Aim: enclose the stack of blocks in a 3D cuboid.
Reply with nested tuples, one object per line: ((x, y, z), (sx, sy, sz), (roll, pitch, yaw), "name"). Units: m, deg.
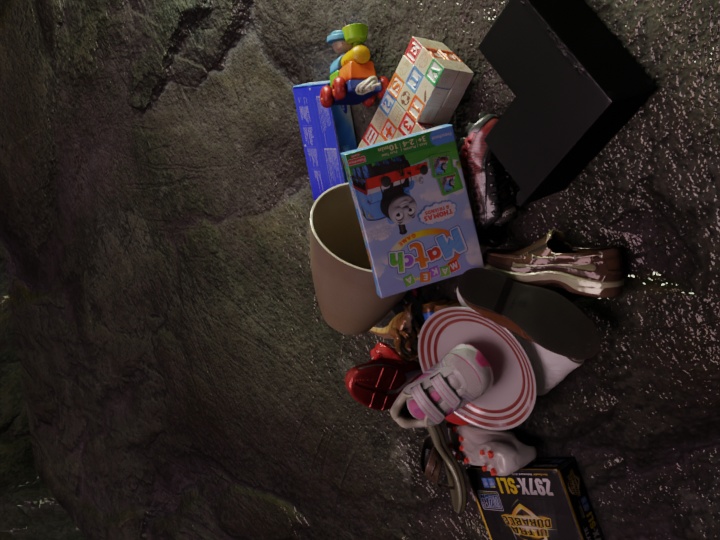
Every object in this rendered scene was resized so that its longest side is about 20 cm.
((0.080, -0.210, 1.232), (0.115, 0.059, 0.200), (54, 130, 36), "stack of blocks")

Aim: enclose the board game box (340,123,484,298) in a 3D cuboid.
((0.072, -0.080, 1.171), (0.037, 0.151, 0.200), (-134, 28, -74), "board game box")

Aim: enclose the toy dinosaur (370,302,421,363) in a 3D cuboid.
((0.063, 0.100, 1.435), (0.106, 0.060, 0.200), (64, 151, 6), "toy dinosaur")

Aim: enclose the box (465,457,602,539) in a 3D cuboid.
((0.268, 0.372, 1.350), (0.200, 0.049, 0.160), (-16, 93, 53), "box")

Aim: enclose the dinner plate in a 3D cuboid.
((0.170, 0.140, 1.261), (0.200, 0.024, 0.200), (20, 125, 32), "dinner plate")

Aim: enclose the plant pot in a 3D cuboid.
((0.000, 0.000, 1.330), (0.187, 0.187, 0.200), (47, 143, 25), "plant pot")

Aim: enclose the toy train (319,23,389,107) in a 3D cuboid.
((-0.002, -0.310, 1.282), (0.200, 0.085, 0.116), (-179, 85, -73), "toy train")

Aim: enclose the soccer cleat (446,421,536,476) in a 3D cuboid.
((0.201, 0.276, 1.375), (0.200, 0.077, 0.069), (-165, 66, -69), "soccer cleat")

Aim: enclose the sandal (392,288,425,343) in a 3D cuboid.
((0.067, 0.034, 1.441), (0.200, 0.045, 0.075), (54, 149, -6), "sandal")

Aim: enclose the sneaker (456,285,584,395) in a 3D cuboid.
((0.232, 0.069, 1.232), (0.200, 0.074, 0.116), (50, 137, 9), "sneaker")

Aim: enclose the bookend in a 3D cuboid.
((0.221, -0.222, 1.078), (0.199, 0.092, 0.200), (56, 143, 18), "bookend")

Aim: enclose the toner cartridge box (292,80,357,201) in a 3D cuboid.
((-0.052, -0.213, 1.455), (0.095, 0.043, 0.200), (8, 114, 48), "toner cartridge box")

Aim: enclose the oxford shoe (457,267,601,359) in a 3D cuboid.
((0.226, 0.060, 1.158), (0.200, 0.071, 0.071), (29, 169, 21), "oxford shoe")

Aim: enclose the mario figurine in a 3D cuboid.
((0.156, 0.144, 1.372), (0.106, 0.123, 0.200), (-7, 96, 10), "mario figurine")

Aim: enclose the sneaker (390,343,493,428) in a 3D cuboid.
((0.114, 0.179, 1.253), (0.081, 0.088, 0.200), (50, 137, 8), "sneaker")

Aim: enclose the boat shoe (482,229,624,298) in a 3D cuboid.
((0.255, -0.019, 1.158), (0.202, 0.075, 0.075), (11, 107, 36), "boat shoe")

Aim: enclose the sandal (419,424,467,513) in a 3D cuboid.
((0.118, 0.296, 1.399), (0.080, 0.057, 0.201), (-154, 40, -83), "sandal")

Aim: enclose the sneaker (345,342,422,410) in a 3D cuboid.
((0.027, 0.169, 1.429), (0.115, 0.200, 0.078), (30, 101, 44), "sneaker")

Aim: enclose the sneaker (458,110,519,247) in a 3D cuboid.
((0.179, -0.117, 1.198), (0.098, 0.071, 0.201), (33, 133, 37), "sneaker")
